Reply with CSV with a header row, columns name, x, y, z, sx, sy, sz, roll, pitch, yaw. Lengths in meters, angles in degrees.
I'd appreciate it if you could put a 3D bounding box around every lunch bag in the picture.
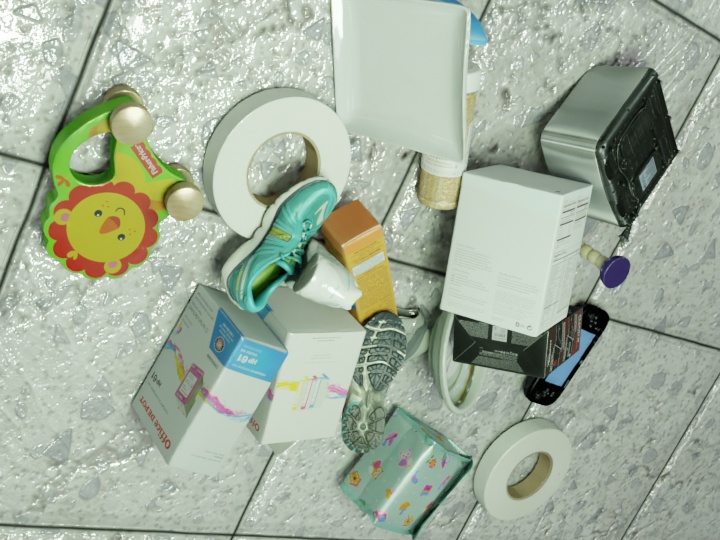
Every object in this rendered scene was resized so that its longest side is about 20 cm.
name,x,y,z,sx,sy,sz,roll,pitch,yaw
lunch bag,0.089,0.341,1.725,0.171,0.122,0.200,-52,140,1

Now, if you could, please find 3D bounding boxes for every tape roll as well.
name,x,y,z,sx,sy,sz,roll,pitch,yaw
tape roll,-0.105,-0.134,1.357,0.201,0.037,0.204,-18,127,-25
tape roll,0.298,0.364,1.926,0.201,0.037,0.205,-16,124,-25

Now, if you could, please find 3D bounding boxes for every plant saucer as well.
name,x,y,z,sx,sy,sz,roll,pitch,yaw
plant saucer,0.148,0.120,1.642,0.200,0.050,0.202,-24,117,-60

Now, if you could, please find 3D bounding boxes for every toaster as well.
name,x,y,z,sx,sy,sz,roll,pitch,yaw
toaster,0.374,-0.178,1.578,0.201,0.118,0.181,-52,135,-21

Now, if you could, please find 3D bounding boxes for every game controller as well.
name,x,y,z,sx,sy,sz,roll,pitch,yaw
game controller,0.361,0.148,1.843,0.104,0.042,0.201,24,103,-41

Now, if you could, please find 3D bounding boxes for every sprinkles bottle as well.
name,x,y,z,sx,sy,sz,roll,pitch,yaw
sprinkles bottle,0.121,-0.187,1.457,0.068,0.068,0.202,-12,123,-28

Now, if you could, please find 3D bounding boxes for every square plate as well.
name,x,y,z,sx,sy,sz,roll,pitch,yaw
square plate,0.052,-0.247,1.302,0.028,0.199,0.200,-38,137,-42

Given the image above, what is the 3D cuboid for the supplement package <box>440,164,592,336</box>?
name,x,y,z,sx,sy,sz,roll,pitch,yaw
supplement package,0.225,-0.034,1.511,0.150,0.151,0.202,-19,121,-60

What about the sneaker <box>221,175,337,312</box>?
name,x,y,z,sx,sy,sz,roll,pitch,yaw
sneaker,-0.093,-0.030,1.352,0.201,0.080,0.077,-52,133,4

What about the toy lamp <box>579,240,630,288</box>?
name,x,y,z,sx,sy,sz,roll,pitch,yaw
toy lamp,0.320,-0.041,1.592,0.058,0.200,0.059,-16,127,-23

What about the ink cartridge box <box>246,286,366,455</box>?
name,x,y,z,sx,sy,sz,roll,pitch,yaw
ink cartridge box,-0.097,0.140,1.469,0.124,0.129,0.202,0,118,-34

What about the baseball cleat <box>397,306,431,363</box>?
name,x,y,z,sx,sy,sz,roll,pitch,yaw
baseball cleat,0.018,0.123,1.587,0.199,0.070,0.107,-36,126,-24

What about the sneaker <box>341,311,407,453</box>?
name,x,y,z,sx,sy,sz,roll,pitch,yaw
sneaker,0.009,0.153,1.509,0.077,0.086,0.202,16,92,-9

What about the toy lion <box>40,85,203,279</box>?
name,x,y,z,sx,sy,sz,roll,pitch,yaw
toy lion,-0.298,-0.088,1.245,0.191,0.069,0.201,-32,131,-4

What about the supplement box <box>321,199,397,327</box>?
name,x,y,z,sx,sy,sz,roll,pitch,yaw
supplement box,0.000,0.000,1.468,0.068,0.067,0.201,-30,140,-13

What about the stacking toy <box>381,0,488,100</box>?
name,x,y,z,sx,sy,sz,roll,pitch,yaw
stacking toy,0.063,-0.255,1.369,0.109,0.116,0.201,-5,134,-41

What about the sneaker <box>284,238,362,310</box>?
name,x,y,z,sx,sy,sz,roll,pitch,yaw
sneaker,-0.050,0.013,1.379,0.080,0.200,0.071,31,96,-13

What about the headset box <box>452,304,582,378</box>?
name,x,y,z,sx,sy,sz,roll,pitch,yaw
headset box,0.246,0.094,1.612,0.200,0.147,0.076,-20,115,-61

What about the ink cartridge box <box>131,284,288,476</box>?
name,x,y,z,sx,sy,sz,roll,pitch,yaw
ink cartridge box,-0.202,0.145,1.388,0.084,0.144,0.201,21,104,-40
